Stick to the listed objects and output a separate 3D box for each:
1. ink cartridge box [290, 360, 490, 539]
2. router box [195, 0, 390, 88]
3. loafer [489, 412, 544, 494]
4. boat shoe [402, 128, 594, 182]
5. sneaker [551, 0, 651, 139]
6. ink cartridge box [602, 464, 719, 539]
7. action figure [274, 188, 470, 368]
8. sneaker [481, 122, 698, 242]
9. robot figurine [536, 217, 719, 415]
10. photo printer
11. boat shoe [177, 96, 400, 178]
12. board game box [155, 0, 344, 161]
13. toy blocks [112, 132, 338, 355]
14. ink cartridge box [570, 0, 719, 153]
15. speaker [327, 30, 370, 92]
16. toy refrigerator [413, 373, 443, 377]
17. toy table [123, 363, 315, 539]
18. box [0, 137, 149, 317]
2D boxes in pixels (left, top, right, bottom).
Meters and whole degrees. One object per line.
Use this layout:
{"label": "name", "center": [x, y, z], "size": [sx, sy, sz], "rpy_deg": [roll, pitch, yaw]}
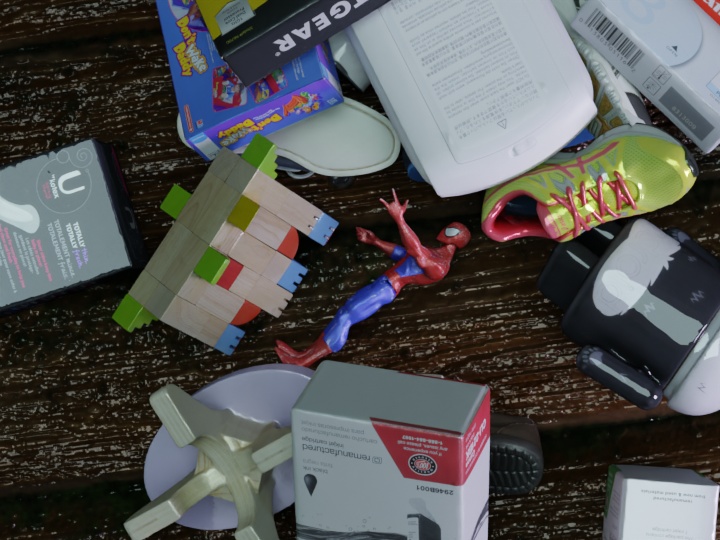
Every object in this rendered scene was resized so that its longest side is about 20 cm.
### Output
{"label": "ink cartridge box", "center": [0.026, 0.187, 1.536], "size": [0.143, 0.084, 0.201], "rpy_deg": [8, 120, 17]}
{"label": "router box", "center": [-0.043, -0.263, 1.580], "size": [0.199, 0.051, 0.150], "rpy_deg": [-31, 53, 7]}
{"label": "loafer", "center": [0.068, 0.150, 1.678], "size": [0.199, 0.071, 0.073], "rpy_deg": [11, 122, 13]}
{"label": "boat shoe", "center": [0.127, -0.130, 1.676], "size": [0.199, 0.084, 0.069], "rpy_deg": [-15, 76, -14]}
{"label": "sneaker", "center": [0.209, -0.192, 1.632], "size": [0.087, 0.076, 0.201], "rpy_deg": [-20, 67, -21]}
{"label": "ink cartridge box", "center": [0.247, 0.272, 1.615], "size": [0.084, 0.146, 0.201], "rpy_deg": [4, 90, 3]}
{"label": "action figure", "center": [0.000, 0.000, 1.677], "size": [0.199, 0.065, 0.099], "rpy_deg": [-32, 98, 3]}
{"label": "sneaker", "center": [0.186, -0.059, 1.583], "size": [0.199, 0.090, 0.078], "rpy_deg": [-12, 122, 35]}
{"label": "robot figurine", "center": [0.251, 0.037, 1.630], "size": [0.199, 0.125, 0.151], "rpy_deg": [35, 93, 9]}
{"label": "photo printer", "center": [0.093, -0.172, 1.588], "size": [0.166, 0.069, 0.201], "rpy_deg": [-28, 82, 6]}
{"label": "boat shoe", "center": [-0.061, -0.119, 1.688], "size": [0.199, 0.062, 0.075], "rpy_deg": [1, 91, 6]}
{"label": "board game box", "center": [-0.102, -0.210, 1.649], "size": [0.134, 0.045, 0.201], "rpy_deg": [-22, 61, 14]}
{"label": "toy blocks", "center": [-0.105, -0.009, 1.656], "size": [0.100, 0.137, 0.201], "rpy_deg": [34, 91, 39]}
{"label": "ink cartridge box", "center": [0.292, -0.212, 1.616], "size": [0.160, 0.047, 0.200], "rpy_deg": [43, 53, 4]}
{"label": "speaker", "center": [0.040, -0.256, 1.675], "size": [0.081, 0.081, 0.200], "rpy_deg": [43, 92, 4]}
{"label": "toy refrigerator", "center": [0.040, 0.193, 1.623], "size": [0.075, 0.070, 0.201], "rpy_deg": [0, 114, 19]}
{"label": "toy table", "center": [-0.111, 0.168, 1.631], "size": [0.200, 0.117, 0.184], "rpy_deg": [-42, 92, 18]}
{"label": "box", "center": [-0.301, -0.028, 1.679], "size": [0.199, 0.106, 0.123], "rpy_deg": [-17, 89, 4]}
